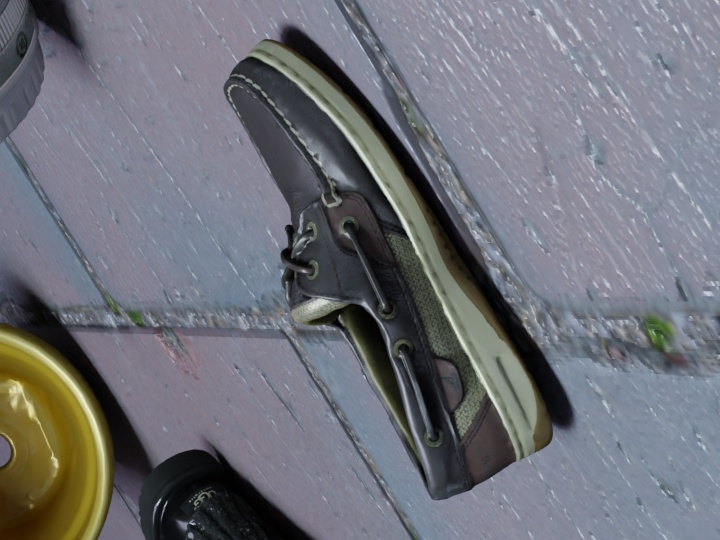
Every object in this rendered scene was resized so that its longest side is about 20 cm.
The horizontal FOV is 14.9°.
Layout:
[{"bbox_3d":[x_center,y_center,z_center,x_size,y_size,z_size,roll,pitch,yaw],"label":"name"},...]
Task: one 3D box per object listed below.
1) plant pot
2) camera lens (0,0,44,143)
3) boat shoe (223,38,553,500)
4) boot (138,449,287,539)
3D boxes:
[{"bbox_3d":[-0.267,0.133,1.922,0.201,0.200,0.189,56,180,-2],"label":"plant pot"},{"bbox_3d":[-0.256,-0.156,1.353,0.160,0.160,0.201,37,156,47],"label":"camera lens"},{"bbox_3d":[0.000,0.000,1.100,0.201,0.065,0.073,54,165,7],"label":"boat shoe"},{"bbox_3d":[-0.060,0.223,1.675,0.158,0.079,0.212,39,157,43],"label":"boot"}]
